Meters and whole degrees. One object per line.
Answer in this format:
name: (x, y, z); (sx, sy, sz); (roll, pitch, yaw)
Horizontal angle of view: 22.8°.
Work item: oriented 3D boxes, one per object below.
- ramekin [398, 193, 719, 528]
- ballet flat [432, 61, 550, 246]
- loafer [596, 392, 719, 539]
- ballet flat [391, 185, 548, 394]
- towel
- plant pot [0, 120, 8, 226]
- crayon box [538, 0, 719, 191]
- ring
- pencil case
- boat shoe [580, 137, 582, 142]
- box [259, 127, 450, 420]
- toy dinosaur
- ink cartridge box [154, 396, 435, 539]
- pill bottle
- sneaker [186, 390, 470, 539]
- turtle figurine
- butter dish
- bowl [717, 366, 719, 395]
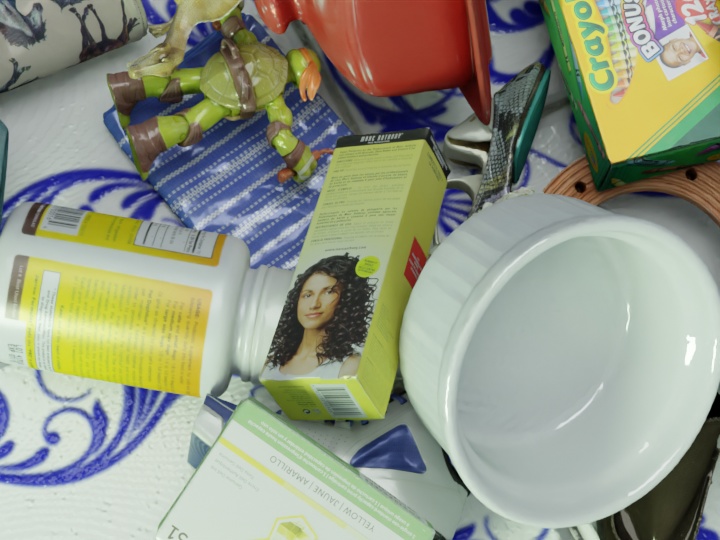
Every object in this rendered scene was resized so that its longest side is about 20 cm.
ramekin: (0.120, 0.050, 1.118); (0.199, 0.202, 0.098); (-26, 27, -15)
ballet flat: (0.087, -0.068, 1.267); (0.071, 0.072, 0.202); (14, 66, 2)
loafer: (0.204, 0.108, 1.186); (0.072, 0.071, 0.202); (12, 77, -4)
ballet flat: (0.052, 0.018, 1.186); (0.200, 0.064, 0.076); (-44, 89, 8)
towel: (-0.075, -0.081, 1.285); (0.144, 0.024, 0.200); (-36, 74, -17)
plant pot: (-0.302, -0.055, 1.168); (0.133, 0.200, 0.202); (6, 66, -10)
crayon box: (0.197, -0.168, 1.253); (0.117, 0.058, 0.202); (-14, 75, -6)
ring: (0.204, 0.009, 1.253); (0.198, 0.019, 0.203); (1, 78, -7)
pencil case: (-0.257, -0.175, 1.279); (0.198, 0.078, 0.090); (-24, 96, -14)
boat shoe: (0.220, -0.176, 1.323); (0.070, 0.069, 0.202); (18, 67, 3)
box: (0.000, 0.000, 1.159); (0.074, 0.050, 0.202); (-4, 51, 27)
toy dinosaur: (-0.098, -0.217, 1.242); (0.201, 0.058, 0.101); (-56, 41, 6)
ink cartridge box: (-0.067, 0.200, 1.099); (0.145, 0.048, 0.201); (34, 89, -1)
pill bottle: (-0.141, 0.023, 1.188); (0.197, 0.109, 0.110); (10, 66, 0)
sneaker: (-0.010, 0.122, 1.179); (0.198, 0.081, 0.116); (28, 63, 0)
turtle figurine: (-0.089, -0.119, 1.255); (0.160, 0.065, 0.202); (-19, 72, -10)
butter dish: (-0.003, -0.207, 1.234); (0.146, 0.201, 0.200); (-20, 48, -5)
bowl: (0.301, 0.044, 1.189); (0.074, 0.199, 0.202); (-3, 61, 36)
